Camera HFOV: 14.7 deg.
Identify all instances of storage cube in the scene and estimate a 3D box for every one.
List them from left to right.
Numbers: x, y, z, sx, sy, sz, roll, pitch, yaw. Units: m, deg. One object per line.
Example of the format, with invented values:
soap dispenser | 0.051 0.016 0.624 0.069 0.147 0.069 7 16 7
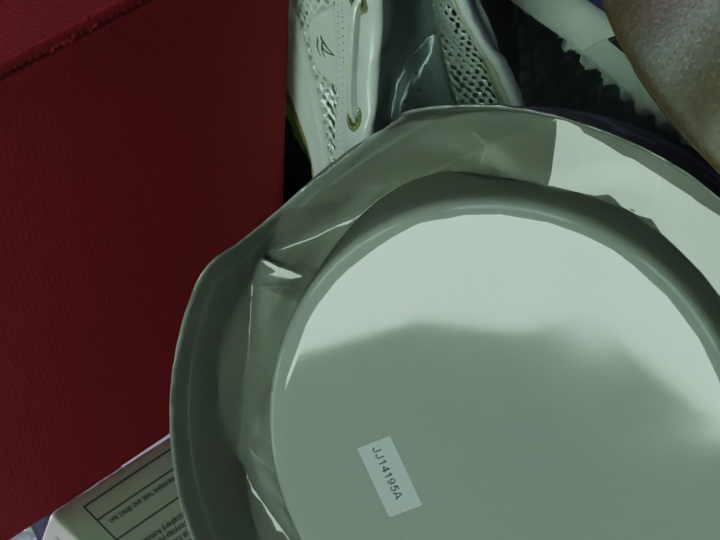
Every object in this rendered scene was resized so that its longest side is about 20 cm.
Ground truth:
storage cube | -0.142 -0.034 0.851 0.171 0.179 0.201 32 138 31

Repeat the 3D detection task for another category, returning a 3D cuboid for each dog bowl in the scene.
dog bowl | 0.047 0.045 0.797 0.199 0.059 0.201 6 106 19

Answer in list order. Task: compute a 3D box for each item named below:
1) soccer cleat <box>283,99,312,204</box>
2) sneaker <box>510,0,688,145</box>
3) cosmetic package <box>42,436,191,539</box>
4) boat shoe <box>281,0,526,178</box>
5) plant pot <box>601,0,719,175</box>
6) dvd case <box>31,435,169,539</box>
soccer cleat | 0.000 0.000 0.953 0.081 0.067 0.201 -30 91 36
sneaker | 0.075 -0.126 0.870 0.200 0.070 0.100 38 113 14
cosmetic package | -0.006 0.141 0.892 0.200 0.105 0.071 44 139 19
boat shoe | 0.025 -0.022 0.854 0.069 0.071 0.201 22 139 57
plant pot | 0.178 -0.107 0.718 0.200 0.200 0.198 47 120 11
dvd case | -0.063 0.061 0.997 0.199 0.025 0.151 -6 112 45
